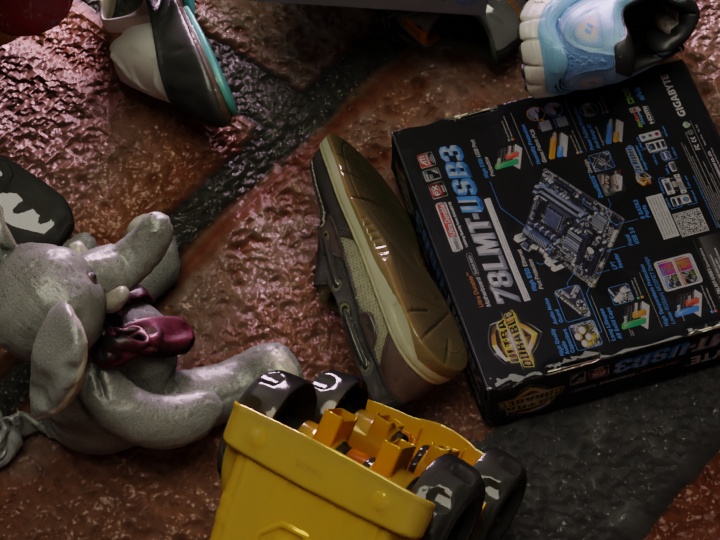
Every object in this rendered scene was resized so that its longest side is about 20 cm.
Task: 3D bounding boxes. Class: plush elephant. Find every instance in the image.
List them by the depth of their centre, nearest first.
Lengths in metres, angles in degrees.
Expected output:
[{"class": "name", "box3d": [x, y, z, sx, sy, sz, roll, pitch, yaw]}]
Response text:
[{"class": "plush elephant", "box3d": [-0.155, 0.026, 1.481, 0.199, 0.155, 0.165, -28, 59, -16]}]

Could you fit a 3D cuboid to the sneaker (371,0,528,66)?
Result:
[{"class": "sneaker", "box3d": [0.024, -0.192, 1.673, 0.199, 0.074, 0.080, 19, 64, 15]}]

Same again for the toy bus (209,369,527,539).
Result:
[{"class": "toy bus", "box3d": [-0.012, 0.165, 1.395, 0.135, 0.200, 0.193, 24, 98, 19]}]

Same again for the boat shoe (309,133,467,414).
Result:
[{"class": "boat shoe", "box3d": [0.001, 0.001, 1.545, 0.066, 0.072, 0.201, -40, 48, 18]}]

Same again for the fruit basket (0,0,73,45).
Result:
[{"class": "fruit basket", "box3d": [-0.235, -0.180, 1.591, 0.199, 0.185, 0.094, -13, 90, 24]}]

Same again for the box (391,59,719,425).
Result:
[{"class": "box", "box3d": [0.139, -0.021, 1.565, 0.197, 0.050, 0.201, -16, 57, -7]}]

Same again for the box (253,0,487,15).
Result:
[{"class": "box", "box3d": [0.006, -0.259, 1.646, 0.155, 0.041, 0.201, 3, 59, -3]}]

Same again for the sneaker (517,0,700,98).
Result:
[{"class": "sneaker", "box3d": [0.178, -0.157, 1.604, 0.089, 0.079, 0.200, 6, 30, 32]}]

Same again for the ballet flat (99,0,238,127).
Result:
[{"class": "ballet flat", "box3d": [-0.131, -0.156, 1.664, 0.068, 0.068, 0.201, -20, 46, 1]}]

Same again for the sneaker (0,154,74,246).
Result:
[{"class": "sneaker", "box3d": [-0.269, -0.064, 1.588, 0.199, 0.091, 0.076, 22, 58, 15]}]
